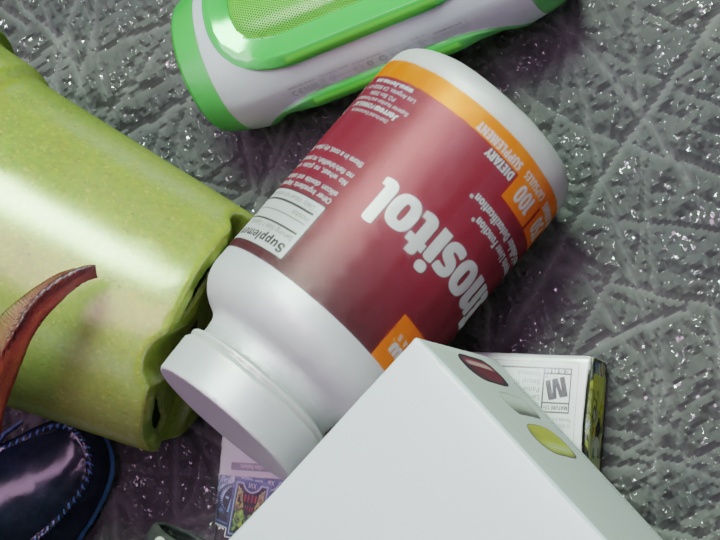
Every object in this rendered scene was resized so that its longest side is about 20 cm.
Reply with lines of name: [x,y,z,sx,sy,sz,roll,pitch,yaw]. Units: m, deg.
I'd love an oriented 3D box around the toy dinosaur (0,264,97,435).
toy dinosaur: [-0.207,0.109,1.027,0.198,0.105,0.183,-9,105,12]

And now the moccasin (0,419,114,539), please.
moccasin: [-0.217,0.152,1.176,0.200,0.068,0.081,-42,68,12]

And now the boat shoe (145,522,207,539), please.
boat shoe: [-0.017,0.151,0.934,0.199,0.069,0.057,8,87,27]

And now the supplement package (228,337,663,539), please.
supplement package: [0.057,0.158,0.997,0.156,0.111,0.200,-47,69,11]

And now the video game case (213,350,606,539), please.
video game case: [0.021,0.130,1.097,0.198,0.036,0.183,1,82,23]

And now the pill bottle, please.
pill bottle: [0.000,0.000,1.058,0.113,0.113,0.200,35,77,24]

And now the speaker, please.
speaker: [0.005,-0.139,1.123,0.199,0.088,0.089,-20,74,19]

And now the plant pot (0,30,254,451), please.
plant pot: [-0.156,-0.003,1.126,0.183,0.200,0.202,23,90,13]
